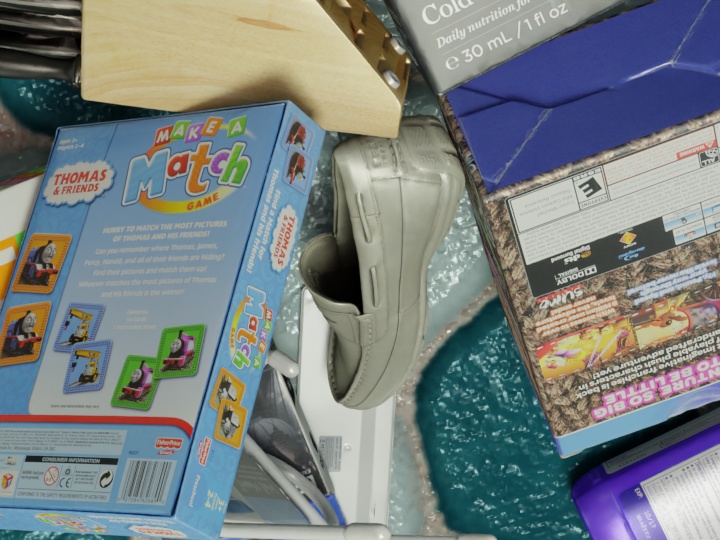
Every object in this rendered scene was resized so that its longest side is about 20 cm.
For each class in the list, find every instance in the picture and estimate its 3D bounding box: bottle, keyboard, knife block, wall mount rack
[{"bbox_3d":[0.223,0.115,1.144,0.200,0.065,0.084,-27,105,3],"label":"bottle"},{"bbox_3d":[-0.010,0.103,1.146,0.056,0.011,0.200,3,108,-2],"label":"keyboard"},{"bbox_3d":[-0.098,-0.109,0.972,0.176,0.064,0.200,-35,108,21],"label":"knife block"},{"bbox_3d":[-0.035,0.102,0.994,0.174,0.200,0.075,43,103,28],"label":"wall mount rack"}]

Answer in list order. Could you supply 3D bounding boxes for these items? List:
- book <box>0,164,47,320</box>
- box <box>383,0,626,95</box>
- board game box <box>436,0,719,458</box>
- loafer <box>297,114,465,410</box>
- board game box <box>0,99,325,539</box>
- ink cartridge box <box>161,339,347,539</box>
[{"bbox_3d":[-0.192,0.035,0.982,0.200,0.048,0.134,-28,108,-43],"label":"book"},{"bbox_3d":[0.076,-0.225,0.984,0.200,0.124,0.197,-27,108,4],"label":"box"},{"bbox_3d":[0.145,-0.023,1.034,0.159,0.097,0.200,-19,134,0],"label":"board game box"},{"bbox_3d":[0.000,0.000,1.039,0.070,0.070,0.200,-8,137,-18],"label":"loafer"},{"bbox_3d":[-0.105,0.022,0.930,0.037,0.151,0.200,35,61,-45],"label":"board game box"},{"bbox_3d":[-0.083,0.084,1.111,0.099,0.039,0.200,-22,108,2],"label":"ink cartridge box"}]
